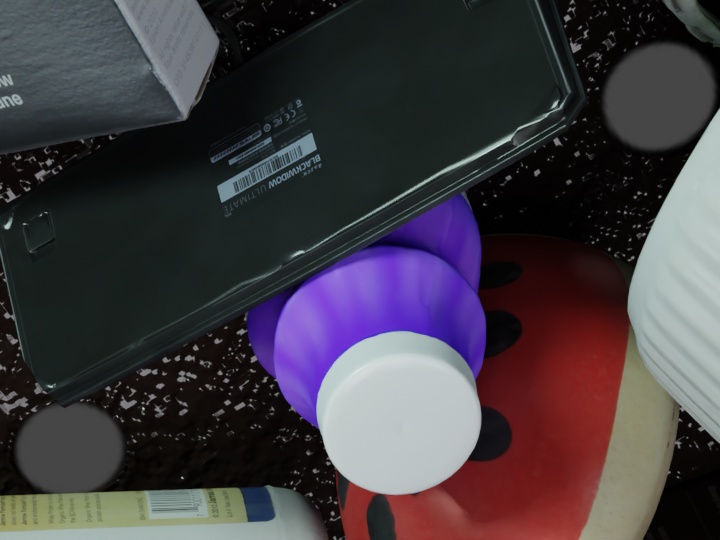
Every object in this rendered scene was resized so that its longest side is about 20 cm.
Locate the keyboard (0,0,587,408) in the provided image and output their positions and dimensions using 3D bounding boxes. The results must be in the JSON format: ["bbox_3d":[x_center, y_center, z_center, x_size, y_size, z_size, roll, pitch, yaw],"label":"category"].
[{"bbox_3d":[-0.030,-0.049,0.845,0.199,0.128,0.021,-28,148,18],"label":"keyboard"}]

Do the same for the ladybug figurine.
[{"bbox_3d":[0.041,0.052,0.902,0.072,0.200,0.136,37,110,-20],"label":"ladybug figurine"}]

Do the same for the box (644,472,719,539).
[{"bbox_3d":[0.110,0.135,1.004,0.199,0.100,0.075,-17,110,1],"label":"box"}]

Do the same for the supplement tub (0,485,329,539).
[{"bbox_3d":[-0.110,0.150,0.959,0.199,0.145,0.145,-1,116,-7],"label":"supplement tub"}]

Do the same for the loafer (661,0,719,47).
[{"bbox_3d":[0.133,-0.092,0.874,0.070,0.070,0.200,-43,150,20],"label":"loafer"}]

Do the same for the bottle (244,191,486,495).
[{"bbox_3d":[0.000,0.000,0.870,0.065,0.200,0.084,22,111,-18],"label":"bottle"}]

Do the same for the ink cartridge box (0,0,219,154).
[{"bbox_3d":[-0.171,-0.111,0.799,0.197,0.047,0.200,-8,134,26],"label":"ink cartridge box"}]

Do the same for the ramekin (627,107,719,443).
[{"bbox_3d":[0.168,-0.018,0.822,0.105,0.200,0.201,37,110,16],"label":"ramekin"}]
